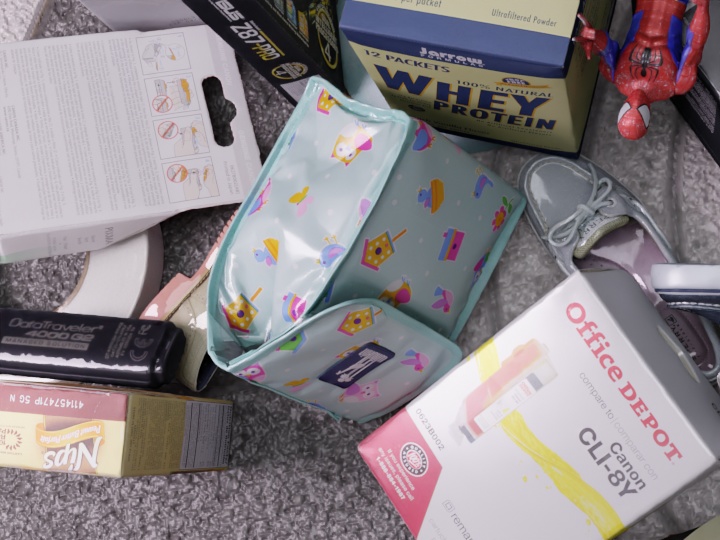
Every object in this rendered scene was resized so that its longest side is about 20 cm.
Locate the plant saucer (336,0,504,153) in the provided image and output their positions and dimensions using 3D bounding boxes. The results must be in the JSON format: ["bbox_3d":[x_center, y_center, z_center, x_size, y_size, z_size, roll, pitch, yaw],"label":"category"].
[{"bbox_3d":[0.073,-0.187,0.933,0.200,0.039,0.202,-2,80,12],"label":"plant saucer"}]

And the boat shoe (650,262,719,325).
[{"bbox_3d":[0.274,0.048,0.801,0.199,0.071,0.091,9,89,-13],"label":"boat shoe"}]

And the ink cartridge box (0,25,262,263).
[{"bbox_3d":[-0.183,-0.100,0.946,0.199,0.050,0.162,-8,68,-17],"label":"ink cartridge box"}]

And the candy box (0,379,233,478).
[{"bbox_3d":[-0.171,0.106,0.850,0.115,0.200,0.056,4,84,13],"label":"candy box"}]

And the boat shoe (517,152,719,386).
[{"bbox_3d":[0.180,-0.005,0.864,0.074,0.065,0.202,-35,75,4],"label":"boat shoe"}]

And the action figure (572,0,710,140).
[{"bbox_3d":[0.173,-0.176,0.722,0.065,0.099,0.201,12,90,19],"label":"action figure"}]

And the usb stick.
[{"bbox_3d":[-0.222,0.054,0.907,0.199,0.033,0.056,3,48,19],"label":"usb stick"}]

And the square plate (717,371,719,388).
[{"bbox_3d":[0.328,0.062,0.762,0.200,0.198,0.028,-41,34,-3],"label":"square plate"}]

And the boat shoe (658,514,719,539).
[{"bbox_3d":[0.171,0.209,0.785,0.201,0.063,0.074,-16,65,-25],"label":"boat shoe"}]

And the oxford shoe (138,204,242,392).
[{"bbox_3d":[-0.072,0.003,0.916,0.200,0.071,0.074,-47,71,12],"label":"oxford shoe"}]

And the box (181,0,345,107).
[{"bbox_3d":[-0.070,-0.223,0.882,0.049,0.200,0.162,-13,72,16],"label":"box"}]

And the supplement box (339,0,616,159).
[{"bbox_3d":[0.093,-0.201,0.808,0.134,0.200,0.201,12,83,14],"label":"supplement box"}]

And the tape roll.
[{"bbox_3d":[-0.250,-0.007,0.973,0.202,0.037,0.204,-2,79,11],"label":"tape roll"}]

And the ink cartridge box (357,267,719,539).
[{"bbox_3d":[0.120,0.111,0.817,0.200,0.083,0.145,-41,72,23],"label":"ink cartridge box"}]

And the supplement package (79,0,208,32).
[{"bbox_3d":[-0.153,-0.295,0.959,0.121,0.120,0.201,-10,78,11],"label":"supplement package"}]

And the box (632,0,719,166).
[{"bbox_3d":[0.261,-0.111,0.819,0.079,0.141,0.200,-33,75,4],"label":"box"}]

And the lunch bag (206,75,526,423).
[{"bbox_3d":[0.000,0.000,0.842,0.122,0.170,0.201,25,88,37],"label":"lunch bag"}]
